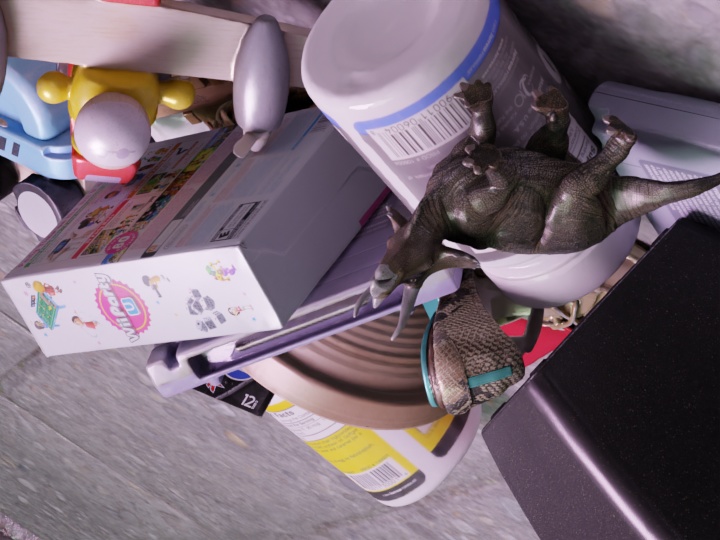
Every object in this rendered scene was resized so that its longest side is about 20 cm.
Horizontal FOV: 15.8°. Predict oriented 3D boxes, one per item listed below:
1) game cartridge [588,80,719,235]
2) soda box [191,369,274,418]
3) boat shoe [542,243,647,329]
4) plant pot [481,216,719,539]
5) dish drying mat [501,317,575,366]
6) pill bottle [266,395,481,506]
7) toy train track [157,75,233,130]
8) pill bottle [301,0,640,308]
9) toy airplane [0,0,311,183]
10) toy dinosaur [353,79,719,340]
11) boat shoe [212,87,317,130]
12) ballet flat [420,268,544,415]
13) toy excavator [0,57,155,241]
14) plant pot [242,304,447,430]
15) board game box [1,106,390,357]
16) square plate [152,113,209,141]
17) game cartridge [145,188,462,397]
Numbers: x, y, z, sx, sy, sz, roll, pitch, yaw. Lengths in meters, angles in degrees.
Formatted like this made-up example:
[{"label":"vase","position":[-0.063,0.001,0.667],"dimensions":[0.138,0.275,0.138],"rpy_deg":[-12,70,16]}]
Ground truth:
[{"label":"game cartridge","position":[0.217,-0.027,1.419],"dimensions":[0.133,0.040,0.200],"rpy_deg":[21,159,41]},{"label":"soda box","position":[-0.110,0.023,1.837],"dimensions":[0.071,0.063,0.200],"rpy_deg":[25,-166,-28]},{"label":"boat shoe","position":[0.124,0.007,1.606],"dimensions":[0.200,0.065,0.072],"rpy_deg":[28,161,14]},{"label":"plant pot","position":[0.185,0.089,1.441],"dimensions":[0.177,0.200,0.200],"rpy_deg":[44,163,4]},{"label":"dish drying mat","position":[0.096,0.040,1.814],"dimensions":[0.077,0.018,0.200],"rpy_deg":[33,162,-5]},{"label":"pill bottle","position":[-0.015,0.077,1.936],"dimensions":[0.200,0.114,0.114],"rpy_deg":[41,160,-23]},{"label":"toy train track","position":[-0.086,-0.106,1.706],"dimensions":[0.115,0.033,0.200],"rpy_deg":[-10,151,21]},{"label":"pill bottle","position":[0.066,-0.073,1.418],"dimensions":[0.114,0.114,0.200],"rpy_deg":[12,153,46]},{"label":"toy airplane","position":[-0.138,-0.126,1.506],"dimensions":[0.200,0.141,0.199],"rpy_deg":[-22,138,26]},{"label":"toy dinosaur","position":[0.089,-0.041,1.343],"dimensions":[0.102,0.200,0.077],"rpy_deg":[97,156,-47]},{"label":"boat shoe","position":[-0.055,-0.086,1.642],"dimensions":[0.200,0.076,0.074],"rpy_deg":[-12,123,43]},{"label":"ballet flat","position":[0.070,0.026,1.517],"dimensions":[0.200,0.075,0.068],"rpy_deg":[-95,-8,-69]},{"label":"toy excavator","position":[-0.234,-0.146,1.713],"dimensions":[0.194,0.100,0.200],"rpy_deg":[26,134,30]},{"label":"plant pot","position":[0.000,0.000,1.677],"dimensions":[0.201,0.201,0.093],"rpy_deg":[31,125,4]},{"label":"board game box","position":[-0.097,-0.024,1.562],"dimensions":[0.200,0.148,0.064],"rpy_deg":[-7,122,40]},{"label":"square plate","position":[-0.192,-0.115,1.869],"dimensions":[0.198,0.028,0.200],"rpy_deg":[28,161,10]},{"label":"game cartridge","position":[-0.025,0.002,1.545],"dimensions":[0.200,0.130,0.038],"rpy_deg":[-21,112,21]}]
